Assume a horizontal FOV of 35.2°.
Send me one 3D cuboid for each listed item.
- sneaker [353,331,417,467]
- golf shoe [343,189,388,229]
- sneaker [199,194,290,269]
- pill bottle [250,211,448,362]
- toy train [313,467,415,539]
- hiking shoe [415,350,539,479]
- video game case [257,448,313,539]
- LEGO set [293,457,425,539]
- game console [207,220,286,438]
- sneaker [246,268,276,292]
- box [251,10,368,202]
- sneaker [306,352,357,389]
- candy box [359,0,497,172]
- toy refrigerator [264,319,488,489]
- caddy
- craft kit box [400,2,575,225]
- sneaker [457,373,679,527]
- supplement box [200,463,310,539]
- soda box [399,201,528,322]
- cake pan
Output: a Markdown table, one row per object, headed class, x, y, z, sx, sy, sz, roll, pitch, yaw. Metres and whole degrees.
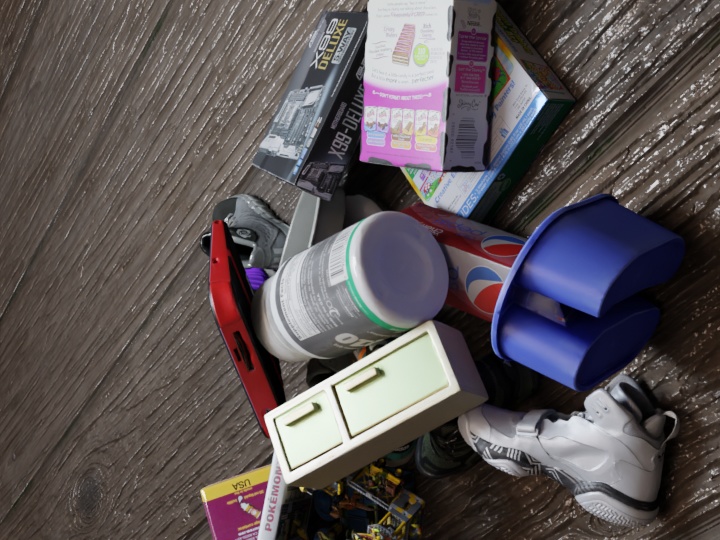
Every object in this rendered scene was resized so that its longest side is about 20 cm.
| class | x | y | z | sx | sy | sz | roll | pitch | yaw |
| --- | --- | --- | --- | --- | --- | --- | --- | --- | --- |
| sneaker | 0.033 | 0.095 | 1.165 | 0.080 | 0.071 | 0.200 | 108 | 157 | -60 |
| golf shoe | 0.000 | 0.000 | 1.270 | 0.078 | 0.094 | 0.200 | -40 | 61 | 48 |
| sneaker | -0.168 | -0.051 | 1.466 | 0.200 | 0.115 | 0.075 | 27 | 114 | 48 |
| pill bottle | -0.017 | 0.023 | 1.114 | 0.200 | 0.113 | 0.113 | -25 | 74 | 50 |
| toy train | 0.007 | 0.317 | 1.301 | 0.114 | 0.087 | 0.200 | 1 | 94 | 47 |
| hiking shoe | 0.092 | 0.147 | 1.155 | 0.076 | 0.101 | 0.200 | 59 | 135 | 31 |
| video game case | -0.078 | 0.259 | 1.229 | 0.200 | 0.023 | 0.182 | 58 | -138 | -79 |
| LEGO set | -0.013 | 0.289 | 1.156 | 0.154 | 0.116 | 0.200 | 33 | 139 | 21 |
| game console | -0.124 | 0.065 | 1.229 | 0.177 | 0.031 | 0.200 | -109 | 1 | -60 |
| sneaker | -0.152 | 0.033 | 1.465 | 0.200 | 0.099 | 0.070 | 31 | 116 | 46 |
| box | -0.037 | -0.186 | 1.252 | 0.200 | 0.050 | 0.158 | -64 | 26 | 3 |
| sneaker | -0.031 | 0.096 | 1.319 | 0.200 | 0.092 | 0.076 | 61 | 138 | 32 |
| candy box | 0.066 | -0.202 | 1.122 | 0.136 | 0.061 | 0.200 | 15 | 106 | 52 |
| toy refrigerator | 0.011 | 0.129 | 1.070 | 0.200 | 0.070 | 0.076 | -31 | 63 | 21 |
| caddy | 0.184 | 0.013 | 0.954 | 0.105 | 0.200 | 0.141 | 28 | 118 | 29 |
| craft kit box | 0.104 | -0.165 | 1.160 | 0.198 | 0.048 | 0.200 | 58 | 135 | 28 |
| sneaker | 0.189 | 0.139 | 1.028 | 0.200 | 0.075 | 0.115 | 25 | 110 | 26 |
| supplement box | -0.112 | 0.355 | 1.400 | 0.131 | 0.103 | 0.200 | 77 | 175 | -72 |
| soda box | 0.113 | -0.002 | 1.102 | 0.200 | 0.063 | 0.070 | 21 | 125 | 36 |
| cake pan | -0.060 | -0.016 | 1.310 | 0.200 | 0.037 | 0.200 | -165 | 90 | -79 |
